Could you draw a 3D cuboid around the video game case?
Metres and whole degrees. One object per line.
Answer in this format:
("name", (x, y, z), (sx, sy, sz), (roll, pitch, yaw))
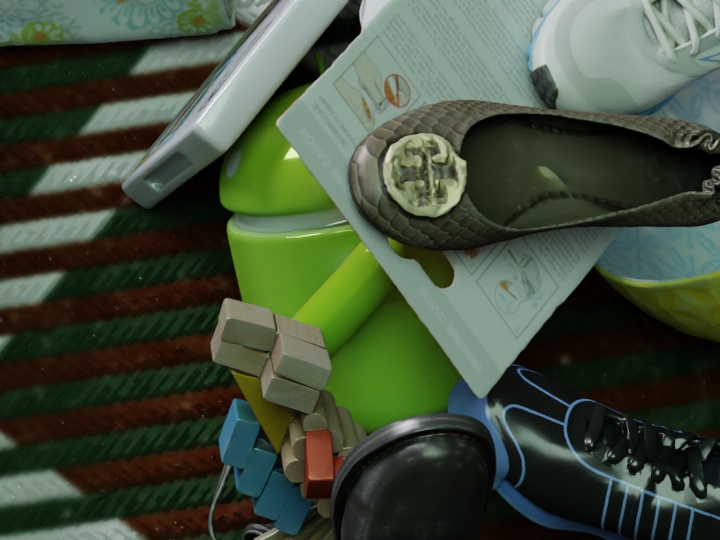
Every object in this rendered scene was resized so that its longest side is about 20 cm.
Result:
("video game case", (-0.033, -0.122, 1.288), (0.024, 0.182, 0.200), (40, 75, -7))

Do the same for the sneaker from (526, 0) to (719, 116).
("sneaker", (0.167, -0.128, 1.211), (0.200, 0.087, 0.075), (-27, 93, -22))

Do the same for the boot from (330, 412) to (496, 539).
("boot", (0.029, 0.178, 1.065), (0.069, 0.200, 0.174), (2, 39, -17))

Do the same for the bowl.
("bowl", (0.217, -0.027, 1.268), (0.200, 0.200, 0.108), (-46, 117, -14))

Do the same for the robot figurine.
("robot figurine", (0.000, 0.000, 1.248), (0.115, 0.175, 0.200), (-12, 105, 2))

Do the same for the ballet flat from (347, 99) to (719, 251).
("ballet flat", (0.089, -0.042, 1.156), (0.200, 0.046, 0.068), (1, 83, -28))

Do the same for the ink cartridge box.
("ink cartridge box", (0.049, -0.060, 1.205), (0.160, 0.047, 0.200), (53, 53, -17))

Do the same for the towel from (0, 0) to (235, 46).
("towel", (-0.164, -0.176, 1.314), (0.200, 0.171, 0.048), (-2, 52, 1))

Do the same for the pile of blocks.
("pile of blocks", (-0.014, 0.107, 1.161), (0.082, 0.062, 0.200), (-32, 110, 6))

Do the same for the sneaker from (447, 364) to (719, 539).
("sneaker", (0.137, 0.095, 1.211), (0.200, 0.078, 0.070), (33, 46, -17))

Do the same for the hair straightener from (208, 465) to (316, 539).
("hair straightener", (-0.016, 0.160, 1.250), (0.077, 0.041, 0.200), (-31, 77, -9))
